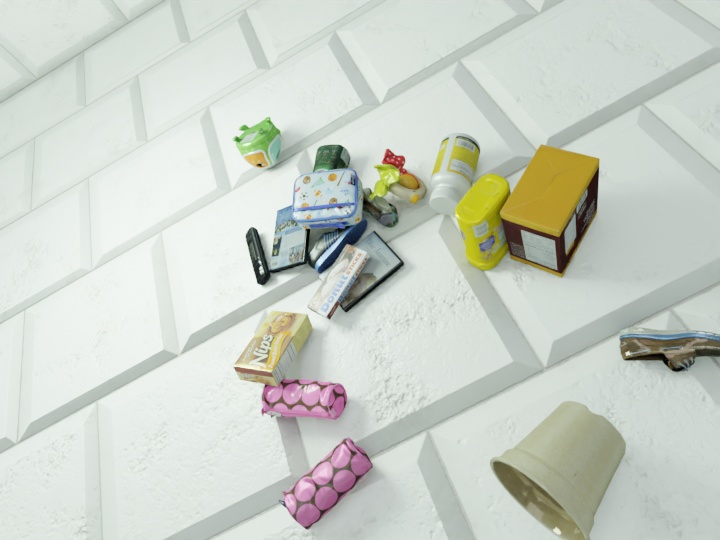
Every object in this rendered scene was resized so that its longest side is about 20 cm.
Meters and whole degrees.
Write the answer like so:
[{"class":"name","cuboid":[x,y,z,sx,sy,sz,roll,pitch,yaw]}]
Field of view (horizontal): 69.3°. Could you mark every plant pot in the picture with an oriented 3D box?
[{"class":"plant pot","cuboid":[0.370,0.348,0.939,0.183,0.201,0.200,-41,53,-18]}]

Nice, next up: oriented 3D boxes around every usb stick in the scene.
[{"class":"usb stick","cuboid":[-0.304,-0.044,1.534,0.056,0.032,0.201,-51,46,33]}]

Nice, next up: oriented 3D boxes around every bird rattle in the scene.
[{"class":"bird rattle","cuboid":[0.105,-0.243,1.437,0.162,0.200,0.113,30,117,5]}]

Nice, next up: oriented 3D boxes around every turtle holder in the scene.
[{"class":"turtle holder","cuboid":[-0.328,-0.416,1.705,0.140,0.132,0.186,-24,35,4]}]

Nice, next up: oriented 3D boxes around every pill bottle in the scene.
[{"class":"pill bottle","cuboid":[0.245,-0.253,1.379,0.110,0.111,0.201,7,64,26]}]

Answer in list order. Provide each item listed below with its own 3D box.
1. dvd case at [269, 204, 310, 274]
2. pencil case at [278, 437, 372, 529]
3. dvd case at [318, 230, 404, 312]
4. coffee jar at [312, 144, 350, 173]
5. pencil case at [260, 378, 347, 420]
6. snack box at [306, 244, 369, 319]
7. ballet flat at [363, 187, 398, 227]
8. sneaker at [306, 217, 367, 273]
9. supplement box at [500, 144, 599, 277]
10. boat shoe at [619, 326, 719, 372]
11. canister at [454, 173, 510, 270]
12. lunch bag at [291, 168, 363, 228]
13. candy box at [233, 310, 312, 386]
[{"class":"dvd case","cuboid":[-0.198,-0.099,1.492,0.142,0.017,0.202,-14,63,37]},{"class":"pencil case","cuboid":[-0.072,0.447,1.111,0.200,0.091,0.094,-40,43,-6]},{"class":"dvd case","cuboid":[0.000,0.000,1.382,0.200,0.018,0.143,-39,53,-2]},{"class":"coffee jar","cuboid":[-0.099,-0.273,1.553,0.103,0.085,0.202,2,63,24]},{"class":"pencil case","cuboid":[-0.136,0.307,1.228,0.198,0.091,0.094,-5,24,23]},{"class":"snack box","cuboid":[-0.057,0.028,1.354,0.072,0.024,0.201,23,73,33]},{"class":"ballet flat","cuboid":[0.033,-0.194,1.460,0.072,0.072,0.200,-46,55,-8]},{"class":"sneaker","cuboid":[-0.071,-0.086,1.441,0.200,0.070,0.078,-45,61,-5]},{"class":"supplement box","cuboid":[0.430,-0.131,1.172,0.132,0.200,0.198,25,73,32]},{"class":"boat shoe","cuboid":[0.612,0.158,1.012,0.199,0.072,0.073,0,66,34]},{"class":"canister","cuboid":[0.297,-0.111,1.217,0.086,0.200,0.149,34,78,34]},{"class":"lunch bag","cuboid":[-0.086,-0.190,1.416,0.198,0.076,0.162,-4,67,16]},{"class":"candy box","cuboid":[-0.215,0.190,1.307,0.114,0.056,0.201,2,40,26]}]
